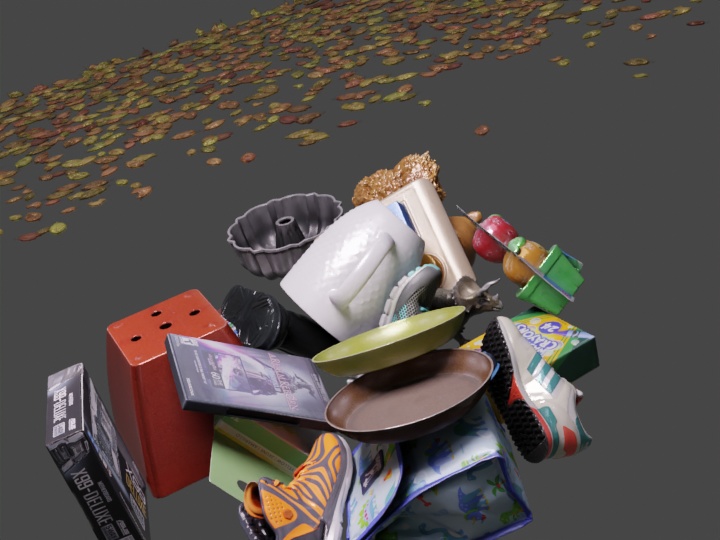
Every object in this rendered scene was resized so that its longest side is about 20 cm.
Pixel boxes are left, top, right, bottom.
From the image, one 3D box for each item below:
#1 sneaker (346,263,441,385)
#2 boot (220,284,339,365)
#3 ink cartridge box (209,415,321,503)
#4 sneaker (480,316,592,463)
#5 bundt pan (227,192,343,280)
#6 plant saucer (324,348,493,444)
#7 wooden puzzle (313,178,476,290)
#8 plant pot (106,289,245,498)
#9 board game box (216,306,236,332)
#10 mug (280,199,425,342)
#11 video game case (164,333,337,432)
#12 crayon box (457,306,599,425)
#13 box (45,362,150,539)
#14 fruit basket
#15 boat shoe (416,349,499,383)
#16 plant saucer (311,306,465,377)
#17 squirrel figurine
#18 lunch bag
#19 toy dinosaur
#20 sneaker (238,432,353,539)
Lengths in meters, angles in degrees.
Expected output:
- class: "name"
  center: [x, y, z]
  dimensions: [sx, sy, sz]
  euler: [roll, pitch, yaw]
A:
- class: "sneaker"
  center: [0.066, 0.090, 1.639]
  dimensions: [0.091, 0.201, 0.077]
  euler: [31, 6, 28]
- class: "boot"
  center: [-0.094, 0.088, 1.690]
  dimensions: [0.074, 0.162, 0.198]
  euler: [-62, 25, 0]
- class: "ink cartridge box"
  center: [-0.111, 0.214, 1.497]
  dimensions: [0.048, 0.145, 0.200]
  euler: [-49, 21, 17]
- class: "sneaker"
  center: [0.214, 0.143, 1.500]
  dimensions: [0.093, 0.071, 0.201]
  euler: [1, 48, -27]
- class: "bundt pan"
  center: [-0.117, -0.050, 2.055]
  dimensions: [0.200, 0.076, 0.202]
  euler: [-11, 28, 6]
- class: "plant saucer"
  center: [0.058, 0.144, 1.394]
  dimensions: [0.198, 0.032, 0.200]
  euler: [-18, 16, 5]
- class: "wooden puzzle"
  center: [0.043, -0.015, 1.780]
  dimensions: [0.199, 0.046, 0.186]
  euler: [-28, 69, 12]
- class: "plant pot"
  center: [-0.233, 0.145, 1.641]
  dimensions: [0.199, 0.178, 0.200]
  euler: [-23, 29, -17]
- class: "board game box"
  center: [-0.220, 0.108, 1.875]
  dimensions: [0.102, 0.020, 0.200]
  euler: [7, 35, 38]
- class: "mug"
  center: [0.000, 0.000, 1.668]
  dimensions: [0.176, 0.147, 0.200]
  euler: [-50, 2, 2]
- class: "video game case"
  center: [-0.133, 0.137, 1.511]
  dimensions: [0.198, 0.019, 0.143]
  euler: [11, 25, -24]
- class: "crayon box"
  center: [0.193, 0.127, 1.606]
  dimensions: [0.199, 0.052, 0.125]
  euler: [-28, 30, -23]
- class: "box"
  center: [-0.314, 0.235, 1.487]
  dimensions: [0.049, 0.201, 0.158]
  euler: [-22, 27, -2]
- class: "fruit basket"
  center: [0.216, -0.028, 1.700]
  dimensions: [0.094, 0.200, 0.185]
  euler: [-46, -5, 5]
- class: "boat shoe"
  center: [0.076, 0.151, 1.510]
  dimensions: [0.199, 0.069, 0.084]
  euler: [-35, 5, 23]
- class: "plant saucer"
  center: [0.039, 0.090, 1.514]
  dimensions: [0.198, 0.031, 0.200]
  euler: [-20, 3, 1]
- class: "squirrel figurine"
  center: [0.086, -0.070, 1.863]
  dimensions: [0.186, 0.202, 0.141]
  euler: [2, 25, 45]
- class: "lunch bag"
  center: [0.073, 0.233, 1.401]
  dimensions: [0.199, 0.128, 0.170]
  euler: [-26, 24, 9]
- class: "toy dinosaur"
  center: [0.101, 0.060, 1.718]
  dimensions: [0.198, 0.103, 0.077]
  euler: [-9, 27, 7]
- class: "sneaker"
  center: [-0.074, 0.248, 1.414]
  dimensions: [0.111, 0.078, 0.201]
  euler: [25, 33, -14]
